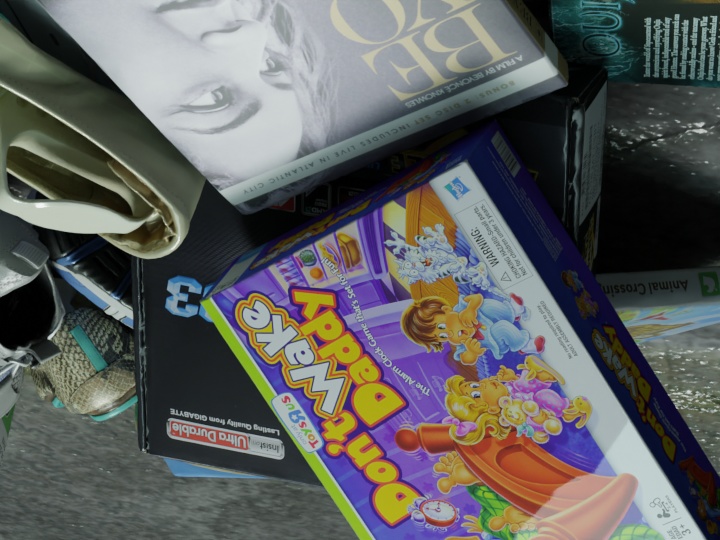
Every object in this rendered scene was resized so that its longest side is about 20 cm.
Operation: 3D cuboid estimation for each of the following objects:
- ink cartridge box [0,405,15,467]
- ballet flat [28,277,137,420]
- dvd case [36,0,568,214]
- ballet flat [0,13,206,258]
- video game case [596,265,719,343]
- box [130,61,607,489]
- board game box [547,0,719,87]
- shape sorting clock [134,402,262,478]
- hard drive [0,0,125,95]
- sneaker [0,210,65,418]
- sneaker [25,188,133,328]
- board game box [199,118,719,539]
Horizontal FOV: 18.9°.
[{"bbox_3d":[-0.263,0.120,1.239,0.084,0.201,0.146,7,156,4],"label":"ink cartridge box"},{"bbox_3d":[-0.153,0.036,1.168,0.075,0.068,0.200,56,170,-7],"label":"ballet flat"},{"bbox_3d":[-0.035,-0.103,0.779,0.148,0.016,0.200,-21,137,23],"label":"dvd case"},{"bbox_3d":[-0.142,-0.061,0.815,0.200,0.070,0.069,28,149,-31],"label":"ballet flat"},{"bbox_3d":[0.081,0.029,1.057,0.181,0.022,0.200,-3,170,-33],"label":"video game case"},{"bbox_3d":[0.000,0.000,0.912,0.199,0.050,0.199,10,115,18],"label":"box"},{"bbox_3d":[0.133,-0.126,0.790,0.135,0.028,0.200,4,156,8],"label":"board game box"},{"bbox_3d":[-0.021,0.070,1.144,0.199,0.039,0.200,-5,-166,1],"label":"shape sorting clock"},{"bbox_3d":[-0.203,-0.101,0.857,0.199,0.027,0.132,2,152,16],"label":"hard drive"},{"bbox_3d":[-0.182,0.031,1.042,0.082,0.075,0.200,32,155,13],"label":"sneaker"},{"bbox_3d":[-0.100,0.010,1.101,0.077,0.076,0.200,-14,149,38],"label":"sneaker"},{"bbox_3d":[0.047,0.058,0.867,0.134,0.045,0.200,-27,103,29],"label":"board game box"}]
